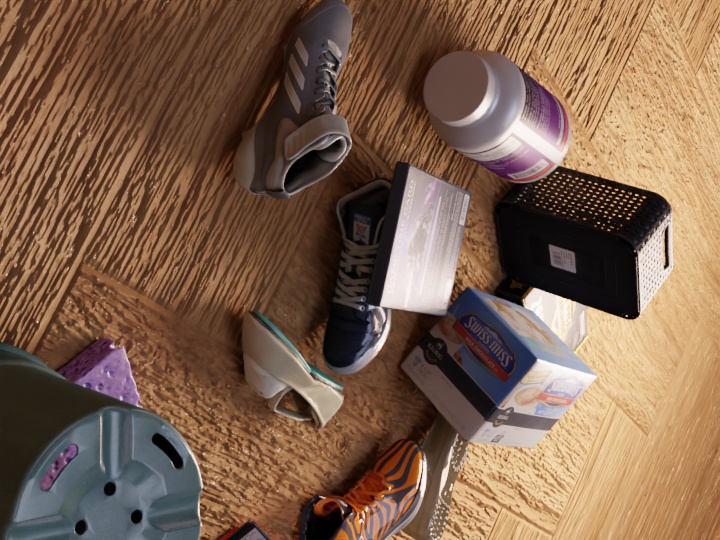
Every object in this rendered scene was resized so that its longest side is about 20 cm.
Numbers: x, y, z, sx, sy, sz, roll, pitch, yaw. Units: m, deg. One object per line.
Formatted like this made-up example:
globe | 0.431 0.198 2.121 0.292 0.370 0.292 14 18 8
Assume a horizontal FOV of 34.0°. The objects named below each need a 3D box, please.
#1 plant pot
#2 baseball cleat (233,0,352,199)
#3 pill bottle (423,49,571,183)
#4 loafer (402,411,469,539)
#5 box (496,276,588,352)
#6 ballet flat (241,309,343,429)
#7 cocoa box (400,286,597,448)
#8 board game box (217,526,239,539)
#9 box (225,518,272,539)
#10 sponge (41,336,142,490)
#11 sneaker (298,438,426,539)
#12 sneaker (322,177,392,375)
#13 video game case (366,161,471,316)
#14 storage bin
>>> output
plant pot | -0.224 0.157 0.812 0.200 0.195 0.202 -4 96 -45
baseball cleat | -0.036 -0.150 1.049 0.070 0.106 0.201 36 74 -51
pill bottle | 0.149 -0.172 1.298 0.200 0.112 0.113 21 90 -57
loafer | 0.087 0.240 1.469 0.076 0.068 0.201 69 34 -50
box | 0.256 0.061 1.633 0.160 0.049 0.201 -42 138 -33
ballet flat | -0.075 0.107 1.170 0.070 0.069 0.200 -61 146 -14
cocoa box | 0.172 0.122 1.435 0.131 0.133 0.200 -50 149 13
board game box | -0.081 0.381 1.220 0.040 0.152 0.201 -33 132 -44
box | -0.173 0.341 1.103 0.200 0.050 0.158 -33 159 -42
sponge | -0.259 0.155 0.956 0.200 0.030 0.112 -41 136 -37
sneaker | 0.003 0.268 1.349 0.201 0.077 0.112 -57 146 -18
sneaker | 0.000 0.000 1.209 0.201 0.070 0.109 -66 152 -19
video game case | 0.065 -0.027 1.234 0.200 0.019 0.144 12 90 -66
storage bin | 0.278 -0.039 1.473 0.094 0.199 0.136 -47 140 -32
